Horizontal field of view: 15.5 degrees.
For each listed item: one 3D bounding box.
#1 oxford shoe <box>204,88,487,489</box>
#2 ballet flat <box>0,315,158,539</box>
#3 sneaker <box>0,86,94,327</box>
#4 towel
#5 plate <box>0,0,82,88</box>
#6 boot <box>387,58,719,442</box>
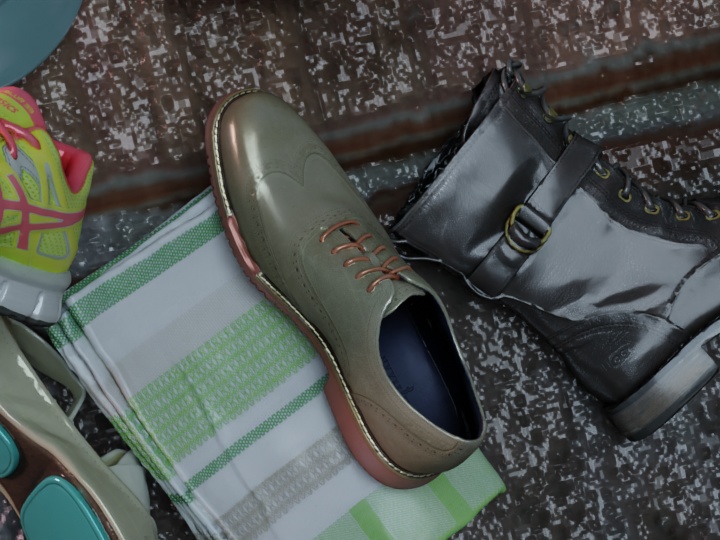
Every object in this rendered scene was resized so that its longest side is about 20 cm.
[{"bbox_3d":[0.000,0.000,1.200,0.071,0.074,0.201,-33,92,-32],"label":"oxford shoe"},{"bbox_3d":[-0.136,0.084,1.196,0.069,0.069,0.200,-38,91,-14],"label":"ballet flat"},{"bbox_3d":[-0.170,-0.039,1.096,0.078,0.200,0.091,25,89,19],"label":"sneaker"},{"bbox_3d":[-0.035,0.060,1.219,0.149,0.031,0.201,-37,92,-29],"label":"towel"},{"bbox_3d":[-0.209,-0.170,1.194,0.199,0.026,0.202,12,66,-27],"label":"plate"},{"bbox_3d":[0.125,-0.036,1.265,0.174,0.069,0.200,44,78,-5],"label":"boot"}]
